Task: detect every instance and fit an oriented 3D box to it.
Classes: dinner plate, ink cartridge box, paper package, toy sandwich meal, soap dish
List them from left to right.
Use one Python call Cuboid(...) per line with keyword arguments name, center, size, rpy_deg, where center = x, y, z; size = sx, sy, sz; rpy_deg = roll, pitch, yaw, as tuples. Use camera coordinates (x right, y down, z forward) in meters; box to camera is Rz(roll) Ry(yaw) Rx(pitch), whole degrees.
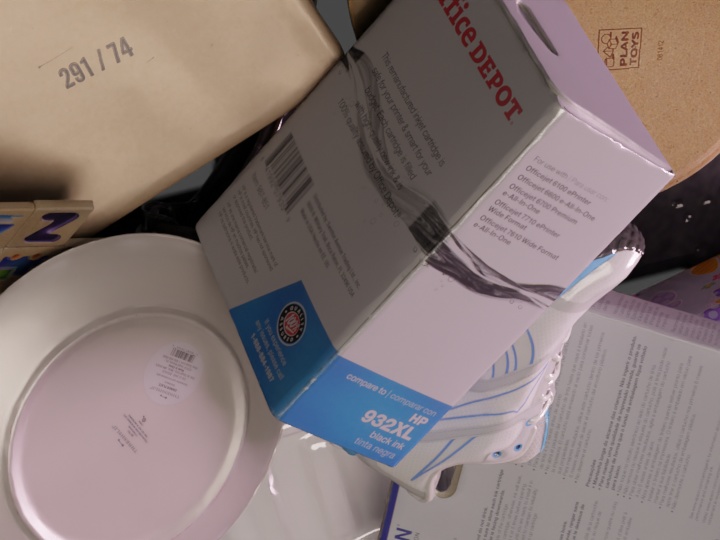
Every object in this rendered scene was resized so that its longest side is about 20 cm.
Cuboid(name="paper package", center=(-0.137, -0.131, 1.148), size=(0.200, 0.104, 0.191), rpy_deg=(-31, 115, 5))
Cuboid(name="dinner plate", center=(-0.117, 0.079, 1.159), size=(0.200, 0.024, 0.201), rpy_deg=(-14, 117, -30))
Cuboid(name="soap dish", center=(-0.014, 0.119, 1.291), size=(0.200, 0.081, 0.158), rpy_deg=(-18, 115, -2))
Cuboid(name="ink cartridge box", center=(0.030, -0.033, 1.099), size=(0.084, 0.145, 0.200), rpy_deg=(27, 115, -37))
Cuboid(name="ink cartridge box", center=(0.119, 0.106, 1.222), size=(0.200, 0.041, 0.200), rpy_deg=(17, 114, 8))
Cuboid(name="toy sandwich meal", center=(0.119, -0.121, 1.221), size=(0.205, 0.070, 0.206), rpy_deg=(-5, 114, -12))

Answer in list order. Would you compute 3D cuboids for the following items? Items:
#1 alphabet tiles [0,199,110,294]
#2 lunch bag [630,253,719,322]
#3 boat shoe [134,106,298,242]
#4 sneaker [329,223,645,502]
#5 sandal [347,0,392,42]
Cuboid(name="alphabet tiles", center=(-0.193, 0.014, 1.138), size=(0.200, 0.008, 0.167), rpy_deg=(-3, 150, -40))
Cuboid(name="lunch bag", center=(0.229, 0.092, 1.300), size=(0.169, 0.127, 0.200), rpy_deg=(-26, 104, 1))
Cuboid(name="boat shoe", center=(-0.085, -0.017, 1.227), size=(0.066, 0.070, 0.200), rpy_deg=(39, 101, -19))
Cuboid(name="sneaker", center=(0.074, 0.046, 1.156), size=(0.087, 0.075, 0.200), rpy_deg=(44, 123, -11))
Cuboid(name="sandal", center=(0.021, -0.180, 1.140), size=(0.080, 0.054, 0.200), rpy_deg=(-15, 107, 8))
